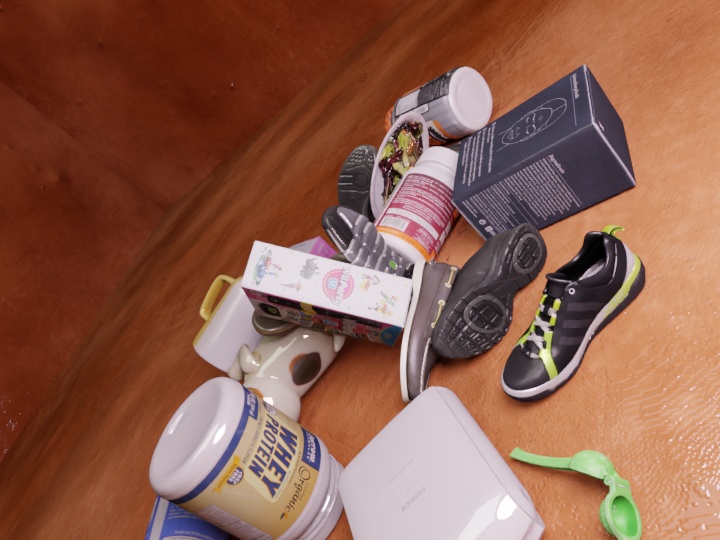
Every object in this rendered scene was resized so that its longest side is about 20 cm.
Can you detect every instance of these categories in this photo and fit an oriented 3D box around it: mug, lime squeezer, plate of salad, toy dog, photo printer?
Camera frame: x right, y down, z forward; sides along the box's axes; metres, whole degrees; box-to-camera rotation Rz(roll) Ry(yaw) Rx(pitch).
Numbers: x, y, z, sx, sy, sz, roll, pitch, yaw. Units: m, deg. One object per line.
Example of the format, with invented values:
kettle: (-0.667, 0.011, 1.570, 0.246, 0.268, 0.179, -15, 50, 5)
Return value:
mug: (-0.210, 0.082, 0.984, 0.153, 0.186, 0.149, -63, -5, 6)
lime squeezer: (0.182, 0.187, 0.435, 0.071, 0.038, 0.200, -44, 27, 8)
plate of salad: (0.079, -0.170, 0.961, 0.048, 0.200, 0.200, 22, 68, 27)
toy dog: (-0.113, 0.162, 0.848, 0.194, 0.140, 0.200, 3, 54, 36)
photo printer: (0.067, 0.224, 0.523, 0.166, 0.069, 0.200, -45, 25, 5)

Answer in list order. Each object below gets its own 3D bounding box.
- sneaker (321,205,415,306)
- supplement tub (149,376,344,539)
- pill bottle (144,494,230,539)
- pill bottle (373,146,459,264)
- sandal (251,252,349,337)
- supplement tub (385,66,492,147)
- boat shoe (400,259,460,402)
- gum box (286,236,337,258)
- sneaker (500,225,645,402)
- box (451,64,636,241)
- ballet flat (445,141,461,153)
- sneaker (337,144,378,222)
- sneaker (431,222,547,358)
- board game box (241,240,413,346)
sneaker: (0.000, 0.000, 0.805, 0.115, 0.200, 0.075, -30, 24, 47)
supplement tub: (-0.126, 0.235, 0.657, 0.144, 0.200, 0.144, -36, 28, 23)
pill bottle: (-0.233, 0.350, 0.766, 0.112, 0.112, 0.200, -38, 26, 19)
pill bottle: (0.095, -0.093, 0.880, 0.110, 0.110, 0.200, -4, 49, 56)
sandal: (-0.083, 0.021, 0.837, 0.200, 0.054, 0.080, -37, 47, -23)
supplement tub: (0.146, -0.306, 1.087, 0.200, 0.123, 0.123, -6, 47, 55)
boat shoe: (0.089, 0.071, 0.705, 0.060, 0.072, 0.201, 4, 57, 12)
gum box: (-0.108, 0.016, 1.038, 0.200, 0.113, 0.066, -14, 41, 49)
sneaker: (0.199, 0.038, 0.564, 0.200, 0.083, 0.072, -50, 25, -4)
box: (0.236, -0.146, 0.739, 0.200, 0.107, 0.149, -28, 32, 37)
ballet flat: (0.198, -0.186, 0.914, 0.200, 0.068, 0.068, 4, 45, 46)
sneaker: (0.012, -0.128, 1.008, 0.076, 0.200, 0.114, 9, 18, 23)
sneaker: (0.148, 0.028, 0.688, 0.200, 0.076, 0.091, -47, 18, -20)
board game box: (-0.041, 0.036, 0.726, 0.148, 0.200, 0.064, 96, -173, -73)
